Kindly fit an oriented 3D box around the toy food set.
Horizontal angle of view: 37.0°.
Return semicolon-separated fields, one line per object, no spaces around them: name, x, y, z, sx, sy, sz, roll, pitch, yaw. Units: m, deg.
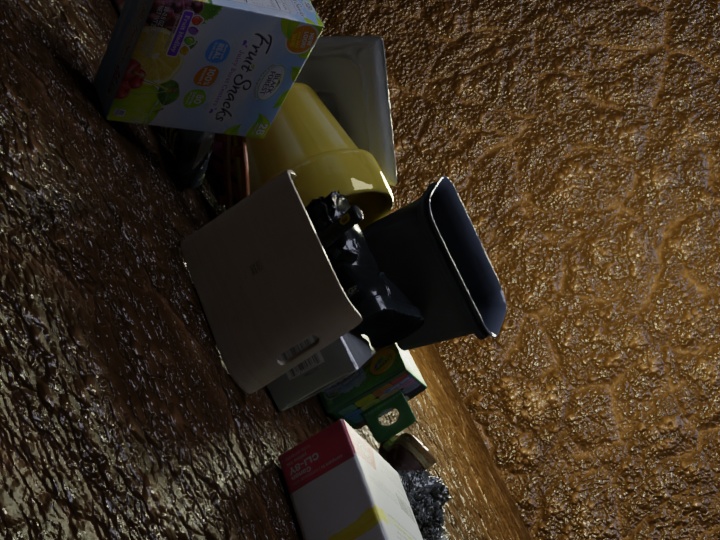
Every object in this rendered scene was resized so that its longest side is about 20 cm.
toy food set;-0.094;0.007;1.120;0.201;0.143;0.060;63;11;29

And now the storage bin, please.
storage bin;0.085;-0.002;1.391;0.202;0.133;0.146;63;25;-14

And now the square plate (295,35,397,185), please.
square plate;-0.043;-0.217;1.469;0.028;0.196;0.203;-30;120;-47

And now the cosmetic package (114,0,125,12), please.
cosmetic package;-0.267;-0.329;1.511;0.202;0.087;0.103;63;8;14

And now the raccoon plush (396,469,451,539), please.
raccoon plush;0.033;0.308;1.259;0.198;0.097;0.135;22;42;-30

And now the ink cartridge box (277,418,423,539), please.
ink cartridge box;0.008;0.270;1.046;0.145;0.083;0.201;53;10;-48

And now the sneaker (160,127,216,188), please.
sneaker;-0.223;-0.180;1.338;0.202;0.084;0.075;-91;-160;-44

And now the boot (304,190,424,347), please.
boot;-0.001;0.001;1.296;0.164;0.073;0.198;63;11;19

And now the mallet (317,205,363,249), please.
mallet;-0.070;0.004;1.153;0.041;0.199;0.067;14;52;-52

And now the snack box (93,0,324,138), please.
snack box;-0.164;-0.233;1.159;0.198;0.169;0.068;1;49;-36

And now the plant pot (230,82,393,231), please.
plant pot;-0.083;-0.130;1.403;0.191;0.199;0.201;64;7;16

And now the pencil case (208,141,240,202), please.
pencil case;-0.150;-0.135;1.555;0.201;0.093;0.091;56;8;-42

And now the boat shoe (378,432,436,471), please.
boat shoe;0.046;0.268;1.457;0.072;0.072;0.200;43;-15;-1

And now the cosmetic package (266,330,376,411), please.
cosmetic package;-0.052;0.094;1.264;0.091;0.106;0.200;61;8;5

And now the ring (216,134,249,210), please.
ring;-0.161;-0.115;1.335;0.200;0.019;0.203;177;-90;-75

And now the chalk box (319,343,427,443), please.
chalk box;0.003;0.129;1.453;0.201;0.124;0.124;62;6;24
